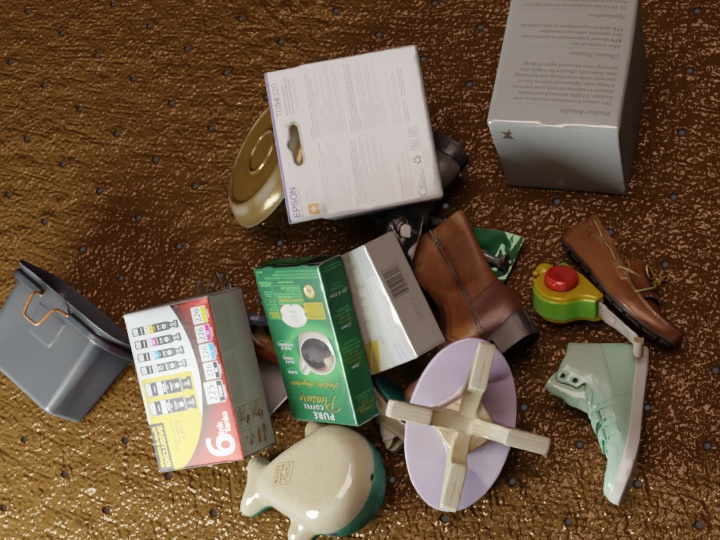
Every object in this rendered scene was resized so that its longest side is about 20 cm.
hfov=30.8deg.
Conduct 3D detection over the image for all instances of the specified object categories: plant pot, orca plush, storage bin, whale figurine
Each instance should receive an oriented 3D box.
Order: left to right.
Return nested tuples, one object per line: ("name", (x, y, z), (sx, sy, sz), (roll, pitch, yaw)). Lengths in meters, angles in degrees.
("storage bin", (-0.409, 0.099, 1.738), (0.199, 0.145, 0.135), (34, 89, 26))
("plant pot", (-0.124, -0.155, 1.757), (0.200, 0.027, 0.202), (-43, 33, 37))
("whale figurine", (-0.054, 0.263, 1.592), (0.198, 0.103, 0.161), (-14, 57, 37))
("orca plush", (0.000, 0.000, 1.639), (0.200, 0.071, 0.106), (-50, 36, 24))

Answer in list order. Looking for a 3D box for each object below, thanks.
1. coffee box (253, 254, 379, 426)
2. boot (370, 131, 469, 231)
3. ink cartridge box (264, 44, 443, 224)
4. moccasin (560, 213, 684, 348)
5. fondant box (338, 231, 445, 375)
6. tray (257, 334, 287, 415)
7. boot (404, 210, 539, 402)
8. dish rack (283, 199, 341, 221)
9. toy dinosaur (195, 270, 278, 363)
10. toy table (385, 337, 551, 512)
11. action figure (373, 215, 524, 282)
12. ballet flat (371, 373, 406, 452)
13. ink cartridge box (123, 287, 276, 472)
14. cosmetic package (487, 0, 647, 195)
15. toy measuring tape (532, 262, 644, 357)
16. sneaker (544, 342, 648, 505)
("coffee box", (-0.053, 0.084, 1.565), (0.122, 0.044, 0.202), (-3, 106, 46))
("boot", (0.035, -0.134, 1.727), (0.199, 0.070, 0.132), (23, 69, 42))
("ink cartridge box", (-0.008, -0.169, 1.649), (0.197, 0.043, 0.199), (-10, 85, 2))
("moccasin", (0.330, 0.011, 1.602), (0.078, 0.074, 0.202), (-39, 52, 6))
("fondant box", (-0.008, 0.056, 1.583), (0.058, 0.199, 0.146), (-26, 90, -42))
("tray", (-0.120, 0.128, 1.700), (0.200, 0.022, 0.107), (-46, 63, -7))
("boot", (0.094, 0.049, 1.605), (0.188, 0.068, 0.201), (-38, 63, 11))
("dish rack", (-0.065, -0.154, 1.754), (0.199, 0.054, 0.155), (21, 84, 45))
("toy dinosaur", (-0.178, 0.079, 1.682), (0.180, 0.105, 0.202), (-27, 67, 26))
("toy table", (0.118, 0.177, 1.480), (0.181, 0.117, 0.203), (2, 87, 0))
("action figure", (0.099, -0.030, 1.695), (0.199, 0.055, 0.119), (24, 78, 28))
("ballet flat", (0.066, 0.210, 1.591), (0.069, 0.070, 0.200), (-45, 63, -7))
("ink cartridge box", (-0.216, 0.139, 1.622), (0.174, 0.084, 0.203), (-13, 91, 27))
("cosmetic package", (0.269, -0.228, 1.671), (0.165, 0.167, 0.202), (6, 67, 18))
("toy measuring tape", (0.261, 0.050, 1.582), (0.073, 0.074, 0.200), (-36, 41, -3))
("sneaker", (0.272, 0.176, 1.536), (0.117, 0.074, 0.202), (6, 58, 11))
